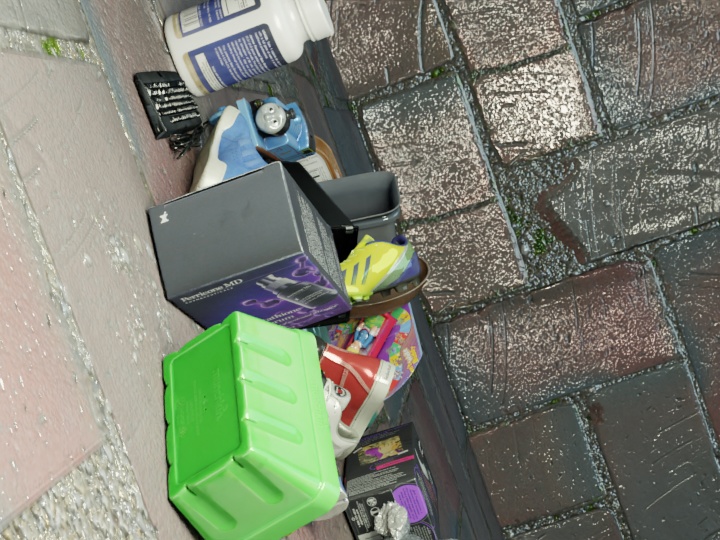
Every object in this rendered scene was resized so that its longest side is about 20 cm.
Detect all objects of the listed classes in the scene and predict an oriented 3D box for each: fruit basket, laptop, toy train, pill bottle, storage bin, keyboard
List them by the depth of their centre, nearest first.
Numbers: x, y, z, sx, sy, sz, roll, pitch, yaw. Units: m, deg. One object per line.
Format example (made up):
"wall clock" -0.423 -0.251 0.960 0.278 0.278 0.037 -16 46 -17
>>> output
"fruit basket" -0.083 0.166 1.123 0.216 0.155 0.216 47 22 -26
"keyboard" -0.207 -0.189 1.454 0.200 0.040 0.104 -64 134 -78
"laptop" -0.104 -0.034 1.574 0.187 0.116 0.201 -5 103 -52
"pill bottle" -0.141 -0.308 1.604 0.111 0.199 0.111 -19 90 -82
"toy train" -0.131 -0.187 1.698 0.200 0.114 0.087 23 48 -80
"storage bin" -0.034 -0.050 1.824 0.146 0.199 0.135 -98 177 -57

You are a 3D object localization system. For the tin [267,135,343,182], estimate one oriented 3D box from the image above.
"tin" -0.078 -0.119 1.917 0.042 0.112 0.200 -96 164 -59

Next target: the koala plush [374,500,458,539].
"koala plush" 0.062 0.385 1.532 0.200 0.183 0.178 -144 -146 -83

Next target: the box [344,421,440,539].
"box" 0.044 0.313 1.736 0.200 0.106 0.123 -82 154 -75

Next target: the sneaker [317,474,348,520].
"sneaker" -0.074 0.183 1.378 0.200 0.080 0.115 72 0 -49

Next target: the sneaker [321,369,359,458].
"sneaker" -0.062 0.142 1.492 0.074 0.088 0.200 -94 162 -58

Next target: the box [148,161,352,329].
"box" -0.110 -0.010 1.295 0.200 0.148 0.105 50 23 -67

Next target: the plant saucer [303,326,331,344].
"plant saucer" -0.076 0.083 1.720 0.200 0.036 0.201 -19 90 -82

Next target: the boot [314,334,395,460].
"boot" -0.052 0.158 1.585 0.200 0.144 0.073 115 -4 -46

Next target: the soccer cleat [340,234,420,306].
"soccer cleat" 0.000 0.000 1.586 0.200 0.065 0.084 -15 88 -48

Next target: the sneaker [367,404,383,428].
"sneaker" -0.018 0.179 1.684 0.080 0.071 0.200 -62 157 -19

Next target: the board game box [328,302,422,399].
"board game box" 0.007 0.107 1.843 0.039 0.158 0.200 41 26 -41

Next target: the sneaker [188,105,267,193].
"sneaker" -0.134 -0.116 1.474 0.111 0.077 0.200 27 27 -15

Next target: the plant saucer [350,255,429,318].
"plant saucer" 0.007 0.023 1.874 0.200 0.200 0.035 -91 173 -67
